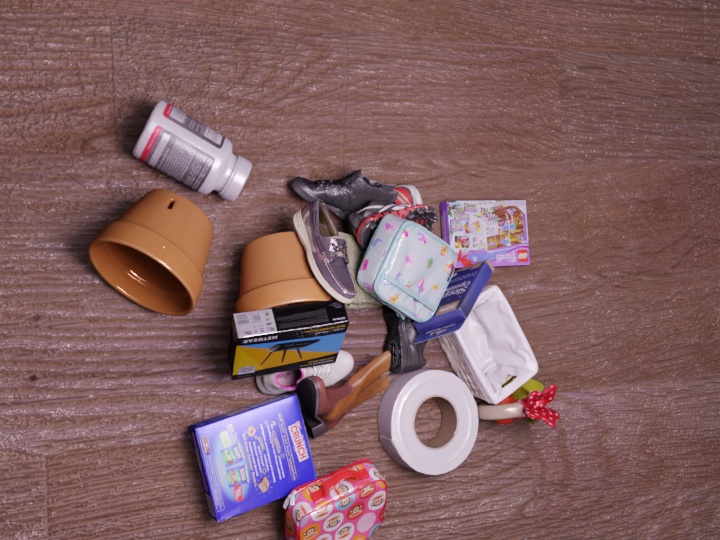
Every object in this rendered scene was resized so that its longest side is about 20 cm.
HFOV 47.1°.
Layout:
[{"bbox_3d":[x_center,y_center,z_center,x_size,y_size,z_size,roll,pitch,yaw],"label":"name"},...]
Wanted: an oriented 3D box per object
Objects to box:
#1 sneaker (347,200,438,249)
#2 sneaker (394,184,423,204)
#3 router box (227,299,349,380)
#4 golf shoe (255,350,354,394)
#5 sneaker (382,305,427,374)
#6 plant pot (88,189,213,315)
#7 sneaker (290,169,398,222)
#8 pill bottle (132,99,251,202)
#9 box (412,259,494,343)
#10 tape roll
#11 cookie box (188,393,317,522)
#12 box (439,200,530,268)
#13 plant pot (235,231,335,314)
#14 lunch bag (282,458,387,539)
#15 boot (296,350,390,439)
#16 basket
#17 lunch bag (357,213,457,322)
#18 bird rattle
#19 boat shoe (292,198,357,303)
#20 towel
[{"bbox_3d":[0.058,-0.099,1.583,0.197,0.098,0.072,-14,125,-34],"label":"sneaker"},{"bbox_3d":[0.093,-0.069,1.661,0.083,0.077,0.205,-13,81,-17],"label":"sneaker"},{"bbox_3d":[-0.128,0.120,1.435,0.195,0.150,0.052,-8,58,-18],"label":"router box"},{"bbox_3d":[-0.094,0.193,1.548,0.196,0.091,0.077,-11,89,-24],"label":"golf shoe"},{"bbox_3d":[0.096,0.103,1.653,0.089,0.075,0.206,4,88,-34],"label":"sneaker"},{"bbox_3d":[-0.340,-0.039,1.408,0.199,0.199,0.142,36,58,-16],"label":"plant pot"},{"bbox_3d":[-0.030,-0.159,1.596,0.197,0.060,0.105,27,110,-25],"label":"sneaker"},{"bbox_3d":[-0.298,-0.207,1.478,0.197,0.110,0.113,29,76,-18],"label":"pill bottle"},{"bbox_3d":[0.177,0.059,1.613,0.033,0.120,0.201,53,43,-17],"label":"box"},{"bbox_3d":[0.135,0.300,1.648,0.198,0.070,0.208,1,86,-23],"label":"tape roll"},{"bbox_3d":[-0.194,0.336,1.502,0.196,0.075,0.176,-14,92,-23],"label":"cookie box"},{"bbox_3d":[0.263,-0.076,1.745,0.195,0.039,0.141,-2,86,-23],"label":"box"},{"bbox_3d":[-0.138,0.021,1.497,0.195,0.200,0.143,-5,72,-23],"label":"plant pot"},{"bbox_3d":[-0.045,0.435,1.513,0.196,0.082,0.180,-17,129,-27],"label":"lunch bag"},{"bbox_3d":[-0.018,0.214,1.540,0.197,0.068,0.191,-30,141,-21],"label":"boot"},{"bbox_3d":[0.246,0.149,1.676,0.134,0.123,0.203,-32,98,-21],"label":"basket"},{"bbox_3d":[0.090,0.003,1.526,0.199,0.076,0.163,30,82,-45],"label":"lunch bag"},{"bbox_3d":[0.314,0.283,1.668,0.159,0.200,0.116,-10,95,2],"label":"bird rattle"},{"bbox_3d":[-0.055,-0.038,1.436,0.071,0.065,0.203,12,43,-50],"label":"boat shoe"},{"bbox_3d":[0.000,0.000,1.556,0.199,0.036,0.152,7,63,-65],"label":"towel"}]
